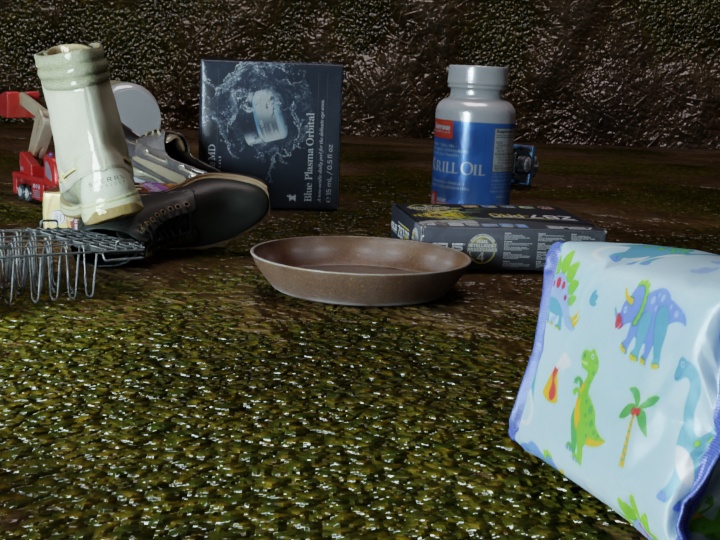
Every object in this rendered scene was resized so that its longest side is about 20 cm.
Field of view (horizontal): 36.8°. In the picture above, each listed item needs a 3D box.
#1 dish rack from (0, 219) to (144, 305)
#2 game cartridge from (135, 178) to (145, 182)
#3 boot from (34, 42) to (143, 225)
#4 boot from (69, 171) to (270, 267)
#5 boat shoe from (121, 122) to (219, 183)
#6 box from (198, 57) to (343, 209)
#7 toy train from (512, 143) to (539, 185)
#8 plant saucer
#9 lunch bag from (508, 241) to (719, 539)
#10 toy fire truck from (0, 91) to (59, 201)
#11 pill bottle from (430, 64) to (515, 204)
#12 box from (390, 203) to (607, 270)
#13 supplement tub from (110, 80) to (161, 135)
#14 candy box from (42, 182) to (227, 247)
[{"bbox_3d":[-0.283,-0.006,0.887,0.198,0.056,0.152,-5,14,-45],"label":"dish rack"},{"bbox_3d":[-0.330,-0.154,1.506,0.132,0.041,0.200,39,5,-8],"label":"game cartridge"},{"bbox_3d":[-0.254,-0.128,0.992,0.071,0.158,0.199,-17,13,-18],"label":"boot"},{"bbox_3d":[-0.184,-0.041,1.068,0.196,0.079,0.138,-12,16,-3],"label":"boot"},{"bbox_3d":[-0.248,-0.145,1.380,0.198,0.074,0.074,34,20,14],"label":"boat shoe"},{"bbox_3d":[-0.127,-0.192,1.510,0.196,0.201,0.118,1,11,-7],"label":"box"},{"bbox_3d":[0.230,-0.197,1.940,0.197,0.089,0.113,10,7,36],"label":"toy train"},{"bbox_3d":[0.000,0.000,0.964,0.196,0.035,0.200,2,11,0],"label":"plant saucer"},{"bbox_3d":[0.192,0.059,0.478,0.196,0.130,0.170,13,5,-15],"label":"lunch bag"},{"bbox_3d":[-0.431,-0.167,1.458,0.048,0.144,0.198,-6,13,-38],"label":"toy fire truck"},{"bbox_3d":[0.153,-0.175,1.470,0.110,0.204,0.112,2,10,0],"label":"pill bottle"},{"bbox_3d":[0.141,-0.036,1.150,0.196,0.050,0.161,1,14,-9],"label":"box"},{"bbox_3d":[-0.505,-0.326,2.290,0.142,0.148,0.199,-2,12,-24],"label":"supplement tub"},{"bbox_3d":[-0.240,-0.065,1.200,0.196,0.058,0.117,1,11,-2],"label":"candy box"}]
